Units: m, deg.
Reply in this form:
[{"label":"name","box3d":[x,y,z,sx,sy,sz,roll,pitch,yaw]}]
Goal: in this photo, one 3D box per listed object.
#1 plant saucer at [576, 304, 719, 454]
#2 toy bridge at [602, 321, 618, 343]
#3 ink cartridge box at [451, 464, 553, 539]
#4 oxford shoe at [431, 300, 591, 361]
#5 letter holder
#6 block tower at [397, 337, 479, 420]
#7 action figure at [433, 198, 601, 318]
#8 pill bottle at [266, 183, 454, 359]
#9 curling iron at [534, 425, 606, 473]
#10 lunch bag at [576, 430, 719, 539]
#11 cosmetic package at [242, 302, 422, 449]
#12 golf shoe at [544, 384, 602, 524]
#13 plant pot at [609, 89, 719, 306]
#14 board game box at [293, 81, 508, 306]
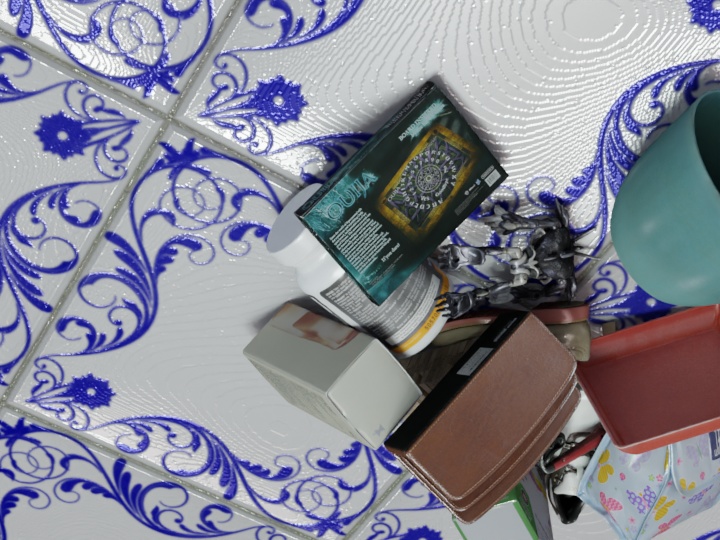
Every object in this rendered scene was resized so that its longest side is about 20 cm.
[{"label":"plant saucer","box3d":[0.344,0.122,1.480,0.198,0.200,0.037,-17,119,-2]},{"label":"toy bridge","box3d":[0.219,0.117,1.620,0.199,0.027,0.067,-17,125,17]},{"label":"ink cartridge box","box3d":[0.168,0.260,1.627,0.083,0.201,0.145,-21,124,15]},{"label":"oxford shoe","box3d":[0.167,0.081,1.540,0.199,0.070,0.075,-6,96,30]},{"label":"letter holder","box3d":[0.149,0.165,1.437,0.142,0.101,0.200,45,79,-7]},{"label":"block tower","box3d":[0.087,0.130,1.576,0.058,0.054,0.199,42,144,-24]},{"label":"action figure","box3d":[0.167,-0.013,1.477,0.199,0.102,0.120,-14,105,-35]},{"label":"pill bottle","box3d":[0.000,0.000,1.487,0.200,0.117,0.116,39,121,-24]},{"label":"curling iron","box3d":[0.288,0.189,1.612,0.199,0.026,0.050,-20,111,-20]},{"label":"lunch bag","box3d":[0.373,0.211,1.583,0.169,0.127,0.201,-15,136,-37]},{"label":"cosmetic package","box3d":[-0.035,0.115,1.524,0.087,0.200,0.104,-47,121,-15]},{"label":"golf shoe","box3d":[0.273,0.227,1.661,0.077,0.095,0.201,4,127,2]},{"label":"plant pot","box3d":[0.353,-0.057,1.379,0.200,0.201,0.161,32,136,-20]},{"label":"board game box","box3d":[0.044,-0.080,1.408,0.200,0.028,0.135,-44,113,-7]}]
